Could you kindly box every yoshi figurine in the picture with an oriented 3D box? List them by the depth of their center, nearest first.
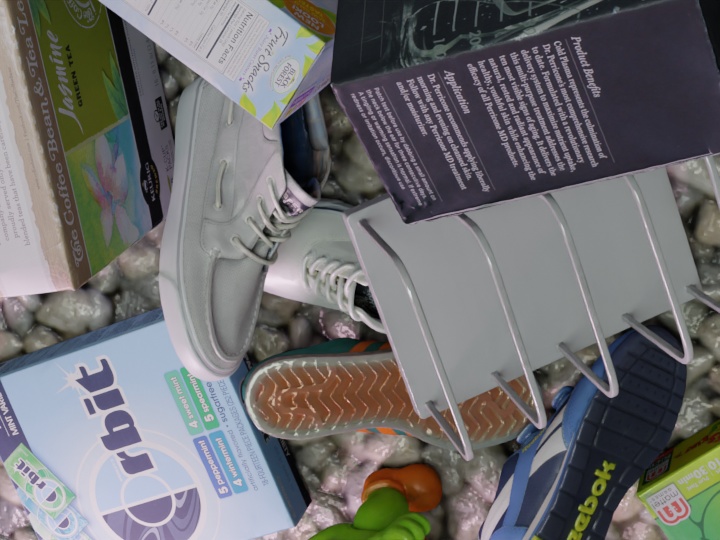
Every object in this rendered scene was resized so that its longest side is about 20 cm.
[{"bbox_3d":[0.022,0.205,1.068,0.112,0.200,0.112,46,113,-3],"label":"yoshi figurine"}]

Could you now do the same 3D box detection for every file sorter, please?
[{"bbox_3d":[0.115,0.003,0.969,0.198,0.125,0.140,-23,108,-7],"label":"file sorter"}]

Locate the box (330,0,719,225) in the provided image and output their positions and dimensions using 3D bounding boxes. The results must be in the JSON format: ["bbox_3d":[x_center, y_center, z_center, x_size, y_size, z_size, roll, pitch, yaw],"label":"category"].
[{"bbox_3d":[0.098,-0.154,0.912,0.194,0.202,0.124,-11,139,18],"label":"box"}]

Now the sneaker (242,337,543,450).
[{"bbox_3d":[0.020,0.075,1.102,0.197,0.080,0.072,3,99,-7],"label":"sneaker"}]

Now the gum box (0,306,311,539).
[{"bbox_3d":[-0.158,0.124,1.176,0.198,0.045,0.172,-18,103,21],"label":"gum box"}]

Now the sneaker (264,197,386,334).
[{"bbox_3d":[0.000,0.000,1.075,0.197,0.071,0.074,8,110,13],"label":"sneaker"}]

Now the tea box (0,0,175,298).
[{"bbox_3d":[-0.218,-0.104,1.034,0.132,0.197,0.202,-6,107,18],"label":"tea box"}]

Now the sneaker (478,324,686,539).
[{"bbox_3d":[0.137,0.119,1.072,0.074,0.082,0.201,30,93,-28],"label":"sneaker"}]

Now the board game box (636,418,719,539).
[{"bbox_3d":[0.279,0.189,1.073,0.101,0.048,0.201,-35,96,23],"label":"board game box"}]

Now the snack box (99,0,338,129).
[{"bbox_3d":[-0.091,-0.185,0.985,0.199,0.169,0.068,35,114,2],"label":"snack box"}]

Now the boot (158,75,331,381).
[{"bbox_3d":[-0.069,-0.034,1.041,0.095,0.073,0.203,-7,79,38],"label":"boot"}]
